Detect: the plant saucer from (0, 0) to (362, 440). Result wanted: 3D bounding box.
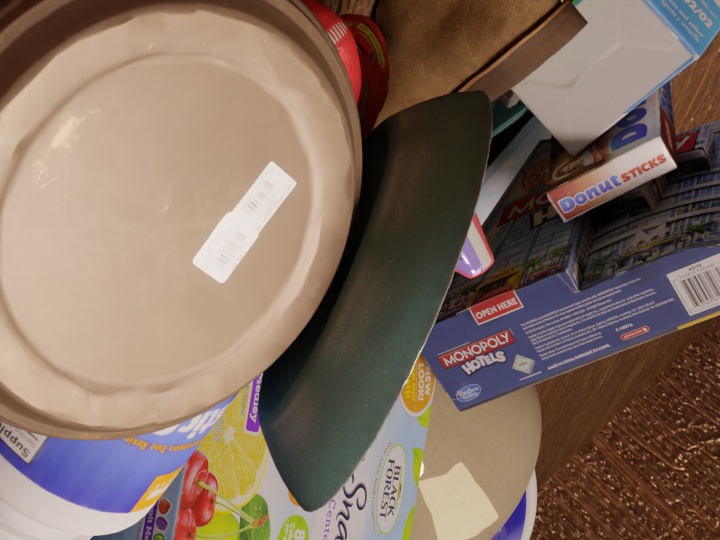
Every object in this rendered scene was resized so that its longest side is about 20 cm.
[{"bbox_3d":[-0.080,-0.022,0.667,0.198,0.029,0.202,-15,119,-28],"label":"plant saucer"}]

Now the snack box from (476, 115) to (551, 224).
[{"bbox_3d":[0.137,-0.065,1.243,0.169,0.068,0.200,-48,171,10],"label":"snack box"}]

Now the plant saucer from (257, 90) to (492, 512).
[{"bbox_3d":[-0.002,0.006,0.777,0.200,0.036,0.202,-157,-91,-80],"label":"plant saucer"}]

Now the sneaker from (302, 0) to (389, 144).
[{"bbox_3d":[-0.023,-0.089,0.800,0.085,0.077,0.200,-48,176,-12],"label":"sneaker"}]

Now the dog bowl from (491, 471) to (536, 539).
[{"bbox_3d":[0.031,0.168,1.345,0.201,0.200,0.079,-52,161,25],"label":"dog bowl"}]

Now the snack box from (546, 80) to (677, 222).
[{"bbox_3d":[0.149,-0.092,1.037,0.071,0.024,0.200,-26,-160,19],"label":"snack box"}]

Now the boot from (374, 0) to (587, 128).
[{"bbox_3d":[0.030,-0.106,0.907,0.200,0.076,0.074,-35,-173,49],"label":"boot"}]

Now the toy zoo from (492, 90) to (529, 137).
[{"bbox_3d":[0.082,-0.120,1.076,0.199,0.020,0.132,-36,162,-35],"label":"toy zoo"}]

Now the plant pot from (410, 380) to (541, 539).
[{"bbox_3d":[0.002,0.085,1.129,0.200,0.200,0.135,-44,137,-5],"label":"plant pot"}]

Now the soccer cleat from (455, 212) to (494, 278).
[{"bbox_3d":[0.000,0.000,0.994,0.068,0.074,0.200,-38,-177,-37],"label":"soccer cleat"}]

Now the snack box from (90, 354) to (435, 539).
[{"bbox_3d":[-0.048,0.106,0.945,0.199,0.067,0.171,18,79,-52],"label":"snack box"}]

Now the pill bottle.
[{"bbox_3d":[-0.118,0.048,0.800,0.201,0.112,0.112,-53,163,24],"label":"pill bottle"}]

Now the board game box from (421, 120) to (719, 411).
[{"bbox_3d":[0.145,-0.028,1.018,0.198,0.062,0.200,-24,-158,27],"label":"board game box"}]

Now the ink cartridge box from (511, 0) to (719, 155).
[{"bbox_3d":[0.174,-0.167,0.991,0.200,0.068,0.115,-50,-173,-38],"label":"ink cartridge box"}]
